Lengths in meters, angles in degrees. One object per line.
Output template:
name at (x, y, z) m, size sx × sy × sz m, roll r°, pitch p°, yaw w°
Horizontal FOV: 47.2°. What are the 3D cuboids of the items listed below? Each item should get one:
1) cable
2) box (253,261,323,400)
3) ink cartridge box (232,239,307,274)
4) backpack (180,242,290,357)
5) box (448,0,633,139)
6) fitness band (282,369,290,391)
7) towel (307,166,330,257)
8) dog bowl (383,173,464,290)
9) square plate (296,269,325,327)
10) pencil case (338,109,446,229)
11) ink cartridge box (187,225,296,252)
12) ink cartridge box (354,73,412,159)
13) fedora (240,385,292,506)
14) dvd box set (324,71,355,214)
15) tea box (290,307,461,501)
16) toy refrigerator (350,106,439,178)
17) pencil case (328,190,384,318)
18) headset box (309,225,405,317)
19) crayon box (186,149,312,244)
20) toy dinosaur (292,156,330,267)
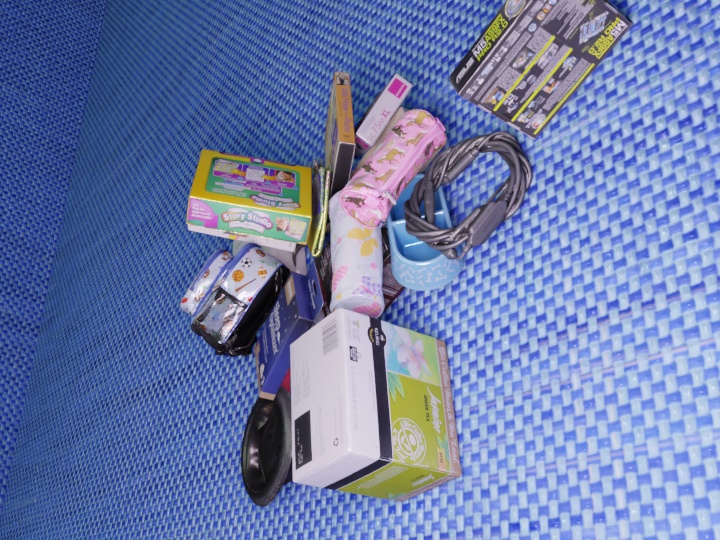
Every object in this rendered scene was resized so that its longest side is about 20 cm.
cable at (0.152, -0.114, 1.173) m, size 0.162 × 0.051 × 0.201 m, roll 32°, pitch 83°, yaw 45°
box at (-0.118, 0.091, 1.316) m, size 0.202 × 0.032 × 0.122 m, roll -61°, pitch 25°, yaw 26°
ink cartridge box at (-0.183, -0.038, 1.630) m, size 0.146 × 0.083 × 0.203 m, roll -40°, pitch 44°, yaw 36°
backpack at (-0.213, 0.046, 1.450) m, size 0.191 × 0.154 × 0.200 m, roll -49°, pitch -3°, yaw -6°
box at (0.236, -0.289, 1.087) m, size 0.201 × 0.158 × 0.045 m, roll -51°, pitch 39°, yaw 27°
fitness band at (-0.151, 0.174, 1.487) m, size 0.145 × 0.037 × 0.202 m, roll 117°, pitch 151°, yaw -42°
towel at (-0.070, -0.094, 1.352) m, size 0.200 × 0.022 × 0.147 m, roll -139°, pitch 55°, yaw -83°
dog bowl at (0.089, -0.064, 1.226) m, size 0.109 × 0.050 × 0.202 m, roll -13°, pitch 51°, yaw 4°
square plate at (-0.076, 0.133, 1.371) m, size 0.201 × 0.028 × 0.201 m, roll -114°, pitch 22°, yaw -49°
pencil case at (0.050, -0.153, 1.220) m, size 0.085 × 0.083 × 0.201 m, roll 24°, pitch 58°, yaw 21°
ink cartridge box at (-0.206, -0.123, 1.502) m, size 0.146 × 0.196 × 0.085 m, roll -95°, pitch 20°, yaw -57°
ink cartridge box at (0.024, -0.255, 1.392) m, size 0.120 × 0.042 × 0.200 m, roll -56°, pitch 5°, yaw -4°
fedora at (-0.124, 0.292, 1.366) m, size 0.200 × 0.090 × 0.205 m, roll -28°, pitch 58°, yaw 55°
dvd box set at (-0.036, -0.214, 1.377) m, size 0.202 × 0.029 × 0.148 m, roll -95°, pitch 12°, yaw -46°
tea box at (0.017, 0.188, 1.125) m, size 0.133 × 0.194 × 0.203 m, roll -36°, pitch 47°, yaw 41°
toy refrigerator at (0.046, -0.163, 1.374) m, size 0.201 × 0.075 × 0.071 m, roll -50°, pitch 38°, yaw 27°
pencil case at (-0.008, -0.023, 1.239) m, size 0.091 × 0.082 × 0.203 m, roll 126°, pitch 147°, yaw -53°
headset box at (0.000, 0.000, 1.355) m, size 0.201 × 0.076 × 0.150 m, roll -52°, pitch 38°, yaw 27°
crayon box at (-0.181, -0.126, 1.379) m, size 0.174 × 0.196 × 0.059 m, roll -94°, pitch 16°, yaw -55°
toy dinosaur at (-0.076, -0.102, 1.538) m, size 0.102 × 0.076 × 0.204 m, roll -119°, pitch 42°, yaw -72°
